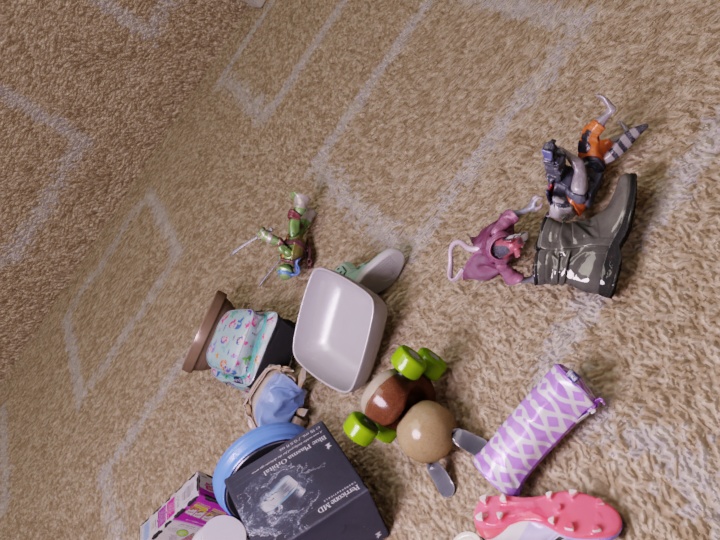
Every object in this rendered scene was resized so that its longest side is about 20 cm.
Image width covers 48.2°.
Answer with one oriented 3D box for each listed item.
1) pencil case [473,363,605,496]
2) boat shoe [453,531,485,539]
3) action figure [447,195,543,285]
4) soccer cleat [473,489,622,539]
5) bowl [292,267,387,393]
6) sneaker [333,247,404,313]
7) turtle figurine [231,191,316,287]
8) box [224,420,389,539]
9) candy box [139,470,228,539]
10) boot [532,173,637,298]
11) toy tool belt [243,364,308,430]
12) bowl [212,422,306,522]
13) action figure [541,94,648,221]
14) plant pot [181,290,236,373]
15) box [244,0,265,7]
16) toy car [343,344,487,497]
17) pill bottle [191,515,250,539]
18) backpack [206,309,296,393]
[{"bbox_3d":[0.245,0.221,1.108,0.086,0.084,0.201,45,105,27],"label":"pencil case"},{"bbox_3d":[0.147,0.456,1.063,0.071,0.060,0.204,-11,56,34],"label":"boat shoe"},{"bbox_3d":[0.213,-0.045,1.266,0.200,0.147,0.136,-17,-76,-87],"label":"action figure"},{"bbox_3d":[0.243,0.330,1.045,0.198,0.077,0.067,-8,39,30],"label":"soccer cleat"},{"bbox_3d":[-0.032,0.109,1.504,0.199,0.074,0.202,27,106,43],"label":"bowl"},{"bbox_3d":[-0.001,0.000,1.598,0.200,0.073,0.119,-46,42,23],"label":"sneaker"},{"bbox_3d":[-0.189,-0.078,1.851,0.199,0.144,0.196,-3,58,47],"label":"turtle figurine"},{"bbox_3d":[-0.090,0.383,1.307,0.195,0.118,0.200,-29,34,-12],"label":"box"},{"bbox_3d":[-0.324,0.493,1.581,0.200,0.136,0.061,-44,34,20],"label":"candy box"},{"bbox_3d":[0.327,-0.063,1.178,0.129,0.068,0.202,14,74,20],"label":"boot"},{"bbox_3d":[-0.164,0.282,1.553,0.122,0.124,0.202,-10,56,58],"label":"toy tool belt"},{"bbox_3d":[-0.159,0.360,1.412,0.202,0.200,0.039,-54,40,6],"label":"bowl"},{"bbox_3d":[0.342,-0.162,1.224,0.104,0.200,0.195,31,95,23],"label":"action figure"},{"bbox_3d":[-0.333,0.155,1.868,0.203,0.092,0.201,-63,6,13],"label":"plant pot"},{"bbox_3d":[-0.349,-1.051,2.887,0.201,0.077,0.095,-59,33,0],"label":"box"},{"bbox_3d":[0.104,0.245,1.259,0.200,0.157,0.165,42,103,27],"label":"toy car"},{"bbox_3d":[-0.250,0.521,1.415,0.113,0.111,0.202,-103,22,-47],"label":"pill bottle"},{"bbox_3d":[-0.240,0.170,1.727,0.199,0.150,0.180,-3,63,57],"label":"backpack"}]
